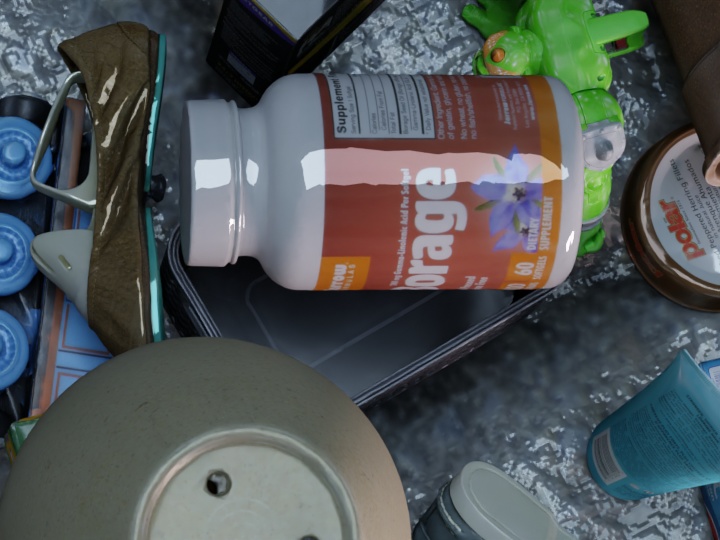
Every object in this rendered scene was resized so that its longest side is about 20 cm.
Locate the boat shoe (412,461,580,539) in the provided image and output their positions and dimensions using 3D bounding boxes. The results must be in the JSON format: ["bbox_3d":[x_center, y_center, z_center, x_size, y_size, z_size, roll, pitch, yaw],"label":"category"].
[{"bbox_3d":[0.112,0.193,1.354,0.200,0.073,0.062,44,119,-5],"label":"boat shoe"}]

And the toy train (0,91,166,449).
[{"bbox_3d":[-0.169,0.003,1.332,0.114,0.087,0.201,9,75,-16],"label":"toy train"}]

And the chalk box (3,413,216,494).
[{"bbox_3d":[-0.095,0.160,1.221,0.123,0.125,0.201,-14,85,-12],"label":"chalk box"}]

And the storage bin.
[{"bbox_3d":[0.000,0.000,1.350,0.199,0.094,0.136,-30,84,-12],"label":"storage bin"}]

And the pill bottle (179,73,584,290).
[{"bbox_3d":[0.008,-0.045,1.256,0.199,0.112,0.113,-1,78,-8],"label":"pill bottle"}]

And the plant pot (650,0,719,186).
[{"bbox_3d":[0.233,-0.180,1.336,0.199,0.200,0.199,-24,76,-12],"label":"plant pot"}]

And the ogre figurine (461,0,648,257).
[{"bbox_3d":[0.108,-0.119,1.376,0.097,0.120,0.201,6,77,-7],"label":"ogre figurine"}]

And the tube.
[{"bbox_3d":[0.168,0.088,1.301,0.050,0.200,0.077,-43,89,-13],"label":"tube"}]

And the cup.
[{"bbox_3d":[-0.061,0.123,1.097,0.199,0.143,0.202,2,82,-12],"label":"cup"}]

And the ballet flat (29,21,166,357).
[{"bbox_3d":[-0.138,-0.036,1.280,0.072,0.068,0.201,0,76,-6],"label":"ballet flat"}]

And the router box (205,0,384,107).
[{"bbox_3d":[0.005,-0.188,1.356,0.052,0.157,0.200,44,75,2],"label":"router box"}]

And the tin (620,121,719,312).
[{"bbox_3d":[0.248,-0.051,1.426,0.199,0.042,0.112,-24,79,-12],"label":"tin"}]

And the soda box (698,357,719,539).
[{"bbox_3d":[0.237,0.146,1.366,0.064,0.068,0.201,-12,80,-10],"label":"soda box"}]
